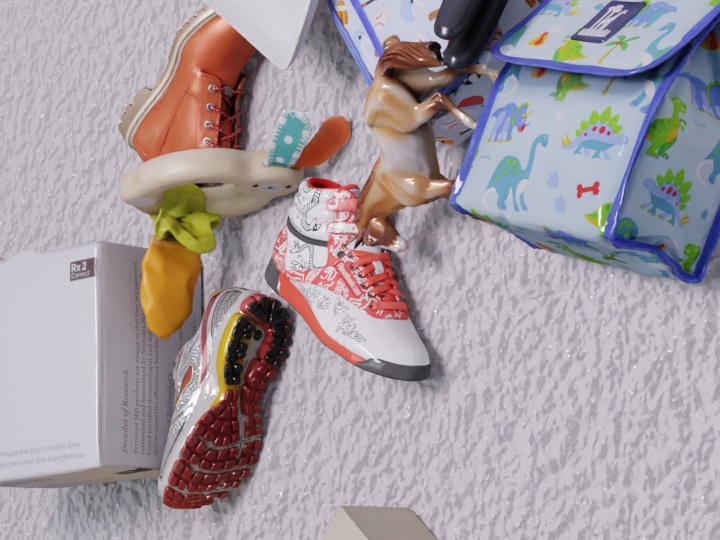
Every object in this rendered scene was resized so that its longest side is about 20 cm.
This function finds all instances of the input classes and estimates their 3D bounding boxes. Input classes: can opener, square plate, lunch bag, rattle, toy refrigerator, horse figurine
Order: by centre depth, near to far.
[{"bbox_3d":[0.174,-0.109,1.360,0.170,0.127,0.200,16,83,51],"label":"lunch bag"},{"bbox_3d":[0.098,-0.221,1.416,0.079,0.063,0.200,2,41,35],"label":"can opener"},{"bbox_3d":[0.047,-0.095,1.471,0.132,0.050,0.200,12,131,28],"label":"horse figurine"},{"bbox_3d":[0.052,-0.199,1.540,0.160,0.075,0.200,-49,50,35],"label":"lunch bag"},{"bbox_3d":[-0.017,0.278,1.544,0.070,0.076,0.200,46,119,41],"label":"toy refrigerator"},{"bbox_3d":[-0.069,-0.291,1.630,0.200,0.028,0.198,44,120,45],"label":"square plate"},{"bbox_3d":[-0.100,-0.041,1.658,0.200,0.130,0.143,-9,57,22],"label":"rattle"}]

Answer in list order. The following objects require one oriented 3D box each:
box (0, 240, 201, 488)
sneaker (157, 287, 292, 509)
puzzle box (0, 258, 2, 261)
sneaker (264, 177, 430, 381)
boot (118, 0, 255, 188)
[{"bbox_3d":[-0.252,0.089,1.776,0.199,0.131,0.200,-10,76,39],"label":"box"},{"bbox_3d":[-0.123,0.109,1.698,0.082,0.078,0.200,25,94,51],"label":"sneaker"},{"bbox_3d":[-0.345,0.080,1.979,0.200,0.025,0.133,35,111,45],"label":"puzzle box"},{"bbox_3d":[-0.001,0.000,1.573,0.201,0.067,0.108,40,116,47],"label":"sneaker"},{"bbox_3d":[-0.126,-0.151,1.743,0.107,0.075,0.200,56,127,26],"label":"boot"}]
